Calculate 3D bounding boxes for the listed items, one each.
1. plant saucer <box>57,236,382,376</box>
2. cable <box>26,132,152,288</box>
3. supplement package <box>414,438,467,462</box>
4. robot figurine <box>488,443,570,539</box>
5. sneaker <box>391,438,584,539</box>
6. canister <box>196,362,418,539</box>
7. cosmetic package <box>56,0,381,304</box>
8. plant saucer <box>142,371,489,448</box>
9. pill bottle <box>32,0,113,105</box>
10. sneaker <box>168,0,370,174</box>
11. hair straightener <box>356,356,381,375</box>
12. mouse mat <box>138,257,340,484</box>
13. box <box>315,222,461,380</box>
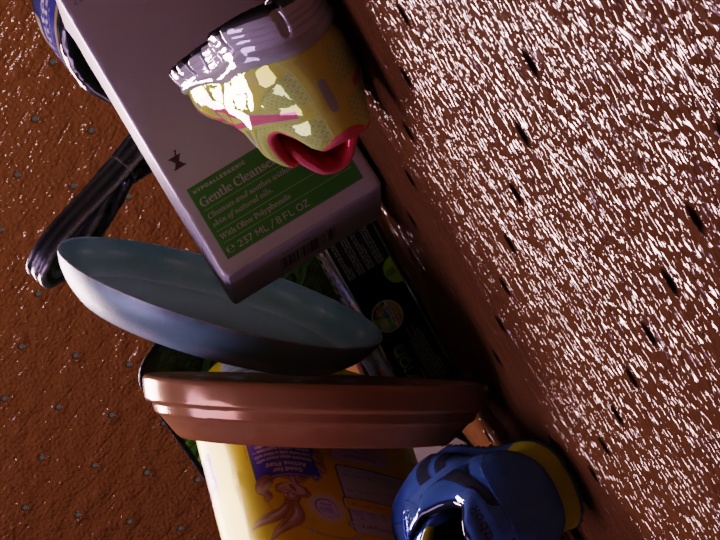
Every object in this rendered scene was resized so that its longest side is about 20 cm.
[{"bbox_3d":[-0.085,0.023,1.540,0.200,0.199,0.028,-135,59,-71],"label":"plant saucer"},{"bbox_3d":[-0.125,-0.068,1.599,0.050,0.200,0.097,35,159,9],"label":"cable"},{"bbox_3d":[0.042,0.210,1.872,0.109,0.114,0.201,22,147,48],"label":"supplement package"},{"bbox_3d":[0.116,0.202,1.533,0.201,0.058,0.145,58,177,14],"label":"robot figurine"},{"bbox_3d":[0.046,0.138,1.433,0.066,0.078,0.200,63,157,-1],"label":"sneaker"},{"bbox_3d":[-0.021,0.149,1.601,0.148,0.087,0.201,15,-146,-27],"label":"canister"},{"bbox_3d":[-0.081,-0.096,1.492,0.201,0.107,0.085,57,175,10],"label":"cosmetic package"},{"bbox_3d":[-0.026,0.080,1.499,0.200,0.198,0.038,174,98,-84],"label":"plant saucer"},{"bbox_3d":[-0.164,-0.181,1.776,0.112,0.111,0.200,61,174,-20],"label":"pill bottle"},{"bbox_3d":[-0.039,-0.086,1.307,0.091,0.078,0.200,57,175,-4],"label":"sneaker"},{"bbox_3d":[0.035,0.089,1.883,0.077,0.041,0.200,35,158,25],"label":"hair straightener"},{"bbox_3d":[-0.064,0.039,1.708,0.007,0.201,0.161,13,149,36],"label":"mouse mat"},{"bbox_3d":[0.000,0.000,1.644,0.201,0.035,0.110,60,175,-10],"label":"box"}]
